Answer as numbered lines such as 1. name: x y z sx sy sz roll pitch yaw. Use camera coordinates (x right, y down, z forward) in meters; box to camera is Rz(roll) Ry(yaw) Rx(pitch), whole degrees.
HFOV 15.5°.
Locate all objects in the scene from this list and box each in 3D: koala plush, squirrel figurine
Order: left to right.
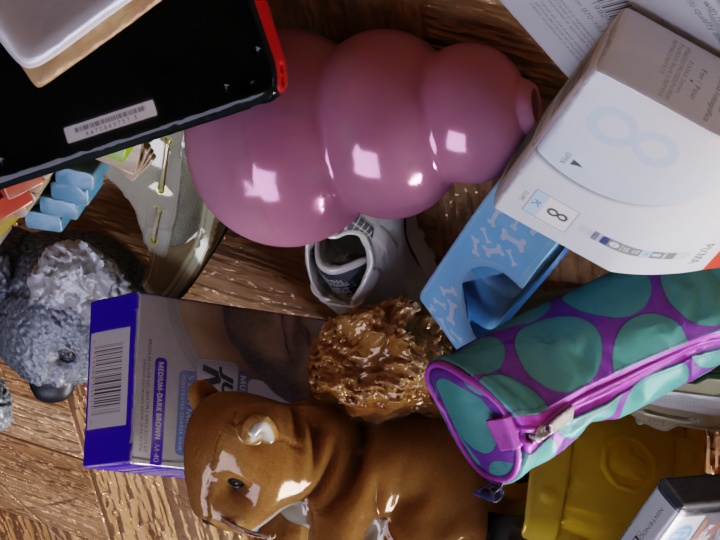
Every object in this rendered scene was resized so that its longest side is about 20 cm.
1. koala plush: -0.228 0.019 1.784 0.199 0.185 0.177 0 168 16
2. squirrel figurine: -0.013 0.100 1.627 0.186 0.201 0.141 25 -175 -26

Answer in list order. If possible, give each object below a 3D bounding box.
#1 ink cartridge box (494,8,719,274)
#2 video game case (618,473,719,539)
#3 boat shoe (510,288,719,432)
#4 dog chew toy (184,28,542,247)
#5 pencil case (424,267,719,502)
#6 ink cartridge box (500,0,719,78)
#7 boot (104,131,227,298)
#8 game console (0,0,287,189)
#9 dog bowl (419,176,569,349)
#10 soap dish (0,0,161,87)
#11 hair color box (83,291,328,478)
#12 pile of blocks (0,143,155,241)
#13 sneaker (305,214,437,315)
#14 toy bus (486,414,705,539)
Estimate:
1. ink cartridge box: 0.182 -0.033 1.338 0.199 0.047 0.160 30 151 -2
2. video game case: 0.209 0.195 1.634 0.026 0.199 0.181 52 124 33
3. boat shoe: 0.180 0.064 1.610 0.199 0.075 0.069 11 140 23
4. dog chew toy: 0.004 -0.081 1.495 0.199 0.125 0.125 -7 138 18
5. pencil case: 0.138 0.050 1.506 0.092 0.199 0.085 32 140 51
6. ink cartridge box: 0.191 -0.137 1.301 0.199 0.084 0.145 -10 133 45
7. boot: -0.149 -0.069 1.665 0.154 0.072 0.200 26 143 0
8. game console: -0.154 -0.151 1.438 0.199 0.031 0.178 -17 95 12
9. dog bowl: 0.094 -0.023 1.523 0.050 0.111 0.200 42 149 5
10. soap dish: -0.157 -0.219 1.356 0.157 0.081 0.201 -32 92 28
11. hair color box: -0.077 0.081 1.709 0.199 0.110 0.065 9 168 -37
12. pile of blocks: -0.173 -0.060 1.514 0.082 0.062 0.200 39 129 -9
13. sneaker: 0.000 0.000 1.648 0.076 0.081 0.200 11 146 21
14. toy bus: 0.156 0.164 1.727 0.191 0.136 0.200 14 150 -11
